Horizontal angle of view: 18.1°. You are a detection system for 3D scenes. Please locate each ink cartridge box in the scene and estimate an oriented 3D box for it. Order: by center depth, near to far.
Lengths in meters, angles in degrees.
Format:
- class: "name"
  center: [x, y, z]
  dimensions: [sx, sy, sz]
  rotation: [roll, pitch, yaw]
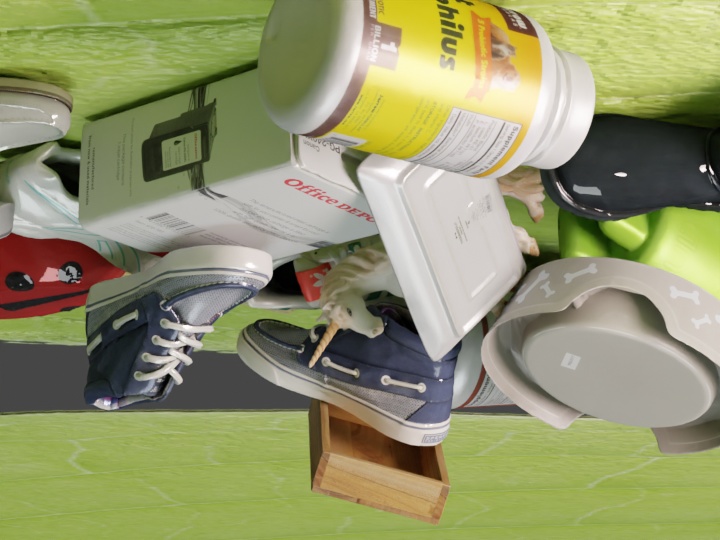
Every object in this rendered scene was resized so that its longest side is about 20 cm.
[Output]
- class: "ink cartridge box"
  center: [-0.076, -0.069, 1.591]
  dimensions: [0.200, 0.083, 0.145]
  rotation: [-14, 157, 35]

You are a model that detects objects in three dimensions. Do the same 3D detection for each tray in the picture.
- class: "tray"
  center: [0.065, -0.031, 1.579]
  dimensions: [0.022, 0.107, 0.200]
  rotation: [27, 151, 39]
- class: "tray"
  center: [0.011, 0.138, 1.752]
  dimensions: [0.099, 0.037, 0.200]
  rotation: [16, -167, -5]

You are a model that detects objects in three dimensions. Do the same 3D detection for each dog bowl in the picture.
- class: "dog bowl"
  center: [0.192, 0.061, 1.657]
  dimensions: [0.200, 0.059, 0.200]
  rotation: [15, 151, 9]

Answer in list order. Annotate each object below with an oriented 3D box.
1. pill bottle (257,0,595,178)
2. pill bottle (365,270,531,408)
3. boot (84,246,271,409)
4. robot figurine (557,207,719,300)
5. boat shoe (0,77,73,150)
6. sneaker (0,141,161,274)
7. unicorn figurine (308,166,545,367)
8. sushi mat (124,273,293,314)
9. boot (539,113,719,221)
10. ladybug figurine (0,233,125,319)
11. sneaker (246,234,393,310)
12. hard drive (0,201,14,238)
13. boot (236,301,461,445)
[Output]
- class: "pill bottle"
  center: [0.045, -0.120, 1.410]
  dimensions: [0.200, 0.109, 0.109]
  rotation: [12, 157, -31]
- class: "pill bottle"
  center: [0.099, 0.057, 1.863]
  dimensions: [0.200, 0.112, 0.112]
  rotation: [-1, 163, -30]
- class: "boot"
  center: [-0.132, 0.044, 1.635]
  dimensions: [0.073, 0.090, 0.200]
  rotation: [13, 160, -34]
- class: "robot figurine"
  center: [0.241, 0.004, 1.711]
  dimensions: [0.200, 0.116, 0.175]
  rotation: [31, 123, -22]
- class: "boat shoe"
  center: [-0.293, -0.088, 1.559]
  dimensions: [0.200, 0.068, 0.075]
  rotation: [-5, 160, 13]
- class: "sneaker"
  center: [-0.176, -0.045, 1.683]
  dimensions: [0.200, 0.070, 0.080]
  rotation: [14, 153, -33]
- class: "unicorn figurine"
  center: [0.053, -0.011, 1.687]
  dimensions: [0.137, 0.200, 0.074]
  rotation: [18, -167, -17]
- class: "sushi mat"
  center: [-0.123, 0.004, 1.905]
  dimensions: [0.200, 0.012, 0.096]
  rotation: [12, 159, -30]
- class: "boot"
  center: [0.245, -0.088, 1.547]
  dimensions: [0.200, 0.076, 0.168]
  rotation: [2, 165, -29]
- class: "ladybug figurine"
  center: [-0.259, -0.008, 1.780]
  dimensions: [0.200, 0.072, 0.136]
  rotation: [-13, 157, 31]
- class: "sneaker"
  center: [-0.001, 0.000, 1.756]
  dimensions: [0.200, 0.070, 0.093]
  rotation: [-9, -164, 30]
- class: "hard drive"
  center: [-0.363, -0.043, 1.601]
  dimensions: [0.200, 0.027, 0.132]
  rotation: [9, -168, 14]
- class: "boot"
  center: [-0.007, 0.057, 1.770]
  dimensions: [0.200, 0.090, 0.073]
  rotation: [23, -156, 28]
